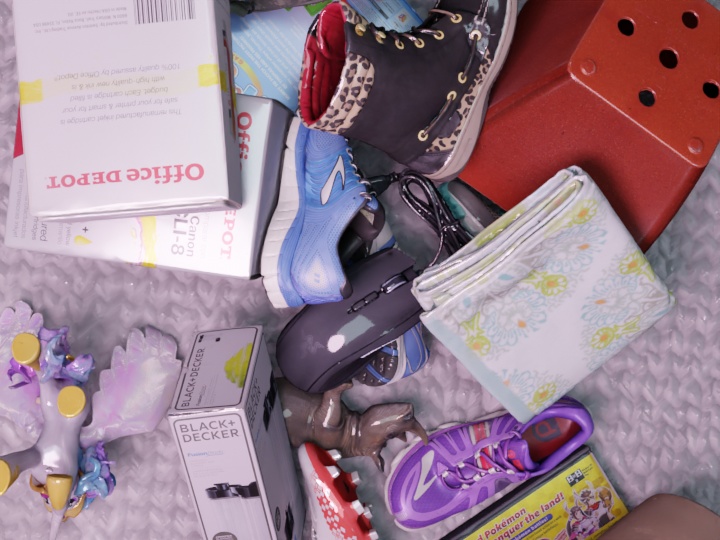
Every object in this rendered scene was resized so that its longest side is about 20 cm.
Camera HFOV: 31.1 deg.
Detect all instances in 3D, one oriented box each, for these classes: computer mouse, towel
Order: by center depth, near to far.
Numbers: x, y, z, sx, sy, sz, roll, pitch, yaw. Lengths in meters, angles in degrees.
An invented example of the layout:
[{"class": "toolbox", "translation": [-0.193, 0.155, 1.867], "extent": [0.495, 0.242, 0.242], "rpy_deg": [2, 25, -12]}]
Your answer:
[{"class": "towel", "translation": [0.152, 0.025, 1.046], "extent": [0.171, 0.048, 0.200], "rpy_deg": [-36, 133, 9]}, {"class": "computer mouse", "translation": [0.000, 0.000, 1.064], "extent": [0.200, 0.046, 0.141], "rpy_deg": [-32, 75, 1]}]

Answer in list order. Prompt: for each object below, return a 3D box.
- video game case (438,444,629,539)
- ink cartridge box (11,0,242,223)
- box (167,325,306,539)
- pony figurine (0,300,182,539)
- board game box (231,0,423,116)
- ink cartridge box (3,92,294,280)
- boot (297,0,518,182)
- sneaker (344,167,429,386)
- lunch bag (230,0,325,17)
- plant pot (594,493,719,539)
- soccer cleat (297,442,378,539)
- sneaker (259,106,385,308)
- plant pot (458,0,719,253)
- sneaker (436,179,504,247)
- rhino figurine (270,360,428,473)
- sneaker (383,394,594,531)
[{"class": "video game case", "translation": [0.169, 0.286, 1.166], "extent": [0.200, 0.026, 0.181], "rpy_deg": [-32, 93, -6]}, {"class": "ink cartridge box", "translation": [-0.166, -0.138, 0.934], "extent": [0.144, 0.083, 0.201], "rpy_deg": [-4, 88, 4]}, {"class": "box", "translation": [-0.095, 0.159, 1.044], "extent": [0.060, 0.117, 0.201], "rpy_deg": [-6, 119, 8]}, {"class": "pony figurine", "translation": [-0.243, 0.116, 1.052], "extent": [0.166, 0.200, 0.194], "rpy_deg": [8, 72, 0]}, {"class": "board game box", "translation": [-0.048, -0.186, 1.143], "extent": [0.200, 0.037, 0.151], "rpy_deg": [-43, 94, -7]}, {"class": "ink cartridge box", "translation": [-0.164, -0.078, 1.050], "extent": [0.199, 0.145, 0.146], "rpy_deg": [7, 93, 3]}, {"class": "boot", "translation": [0.038, -0.181, 1.019], "extent": [0.150, 0.073, 0.201], "rpy_deg": [12, 97, -36]}, {"class": "sneaker", "translation": [0.007, 0.004, 1.136], "extent": [0.076, 0.077, 0.201], "rpy_deg": [-21, 76, 36]}, {"class": "lunch bag", "translation": [-0.052, -0.324, 1.068], "extent": [0.139, 0.167, 0.201], "rpy_deg": [19, 66, -49]}, {"class": "plant pot", "translation": [0.244, 0.289, 1.083], "extent": [0.200, 0.200, 0.175], "rpy_deg": [46, 66, -4]}, {"class": "soccer cleat", "translation": [-0.017, 0.240, 1.106], "extent": [0.085, 0.069, 0.201], "rpy_deg": [-26, 107, 7]}, {"class": "sneaker", "translation": [-0.019, -0.060, 1.050], "extent": [0.089, 0.079, 0.201], "rpy_deg": [5, 68, 11]}, {"class": "plant pot", "translation": [0.215, -0.142, 1.080], "extent": [0.199, 0.176, 0.200], "rpy_deg": [35, 67, -6]}, {"class": "sneaker", "translation": [0.149, -0.017, 1.156], "extent": [0.200, 0.078, 0.091], "rpy_deg": [44, 70, -9]}, {"class": "rhino figurine", "translation": [-0.035, 0.122, 1.123], "extent": [0.199, 0.060, 0.088], "rpy_deg": [16, 110, -7]}, {"class": "sneaker", "translation": [0.112, 0.162, 1.132], "extent": [0.199, 0.083, 0.081], "rpy_deg": [-28, 92, -6]}]
